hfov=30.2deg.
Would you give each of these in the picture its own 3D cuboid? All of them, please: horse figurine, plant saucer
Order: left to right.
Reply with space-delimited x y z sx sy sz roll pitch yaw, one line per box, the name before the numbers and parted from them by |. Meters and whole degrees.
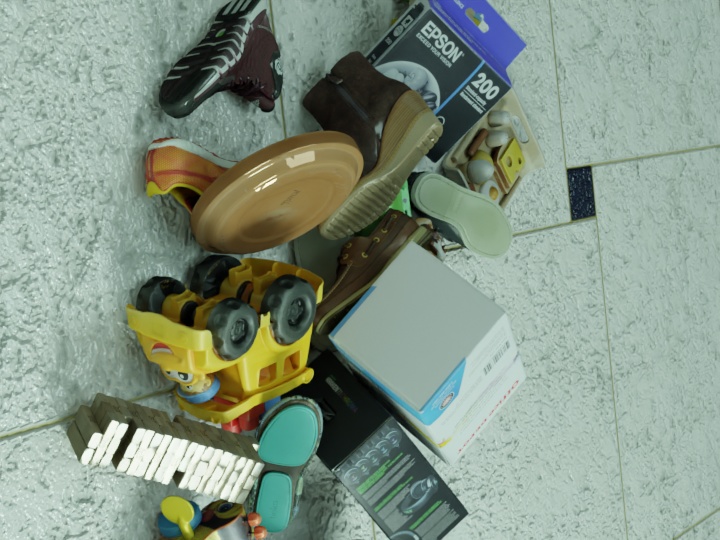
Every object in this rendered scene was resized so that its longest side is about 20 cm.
plant saucer | -0.085 -0.075 1.418 0.199 0.200 0.033 -3 57 -51
horse figurine | 0.087 -0.018 1.710 0.200 0.049 0.134 -98 167 -70

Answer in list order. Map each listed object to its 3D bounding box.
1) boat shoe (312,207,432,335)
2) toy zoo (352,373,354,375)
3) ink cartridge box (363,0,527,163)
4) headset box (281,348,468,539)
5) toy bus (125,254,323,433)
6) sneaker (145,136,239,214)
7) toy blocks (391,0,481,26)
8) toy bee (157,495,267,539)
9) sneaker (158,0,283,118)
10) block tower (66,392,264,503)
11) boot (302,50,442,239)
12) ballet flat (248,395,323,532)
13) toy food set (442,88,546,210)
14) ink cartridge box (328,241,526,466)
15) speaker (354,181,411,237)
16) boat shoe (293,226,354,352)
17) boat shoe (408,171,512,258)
boat shoe | 0.000 0.000 1.545 0.067 0.072 0.200 41 56 9
toy zoo | 0.040 0.089 1.633 0.131 0.020 0.201 -45 153 -21
ink cartridge box | 0.105 -0.259 1.704 0.200 0.044 0.198 -46 136 10
headset box | 0.007 0.207 1.528 0.093 0.174 0.201 -40 126 -6
toy bus | -0.142 0.095 1.415 0.199 0.135 0.195 -21 120 -48
sneaker | -0.153 -0.085 1.448 0.198 0.073 0.078 13 78 -39
toy blocks | 0.117 -0.347 1.793 0.136 0.099 0.203 14 78 -62
toy bee | -0.158 0.270 1.383 0.131 0.108 0.202 49 53 -38
sneaker | -0.136 -0.205 1.469 0.201 0.075 0.116 -58 133 -36
block tower | -0.189 0.180 1.338 0.198 0.058 0.054 20 106 -34
boot | -0.016 -0.147 1.570 0.200 0.166 0.072 -46 148 -5
ballet flat | -0.085 0.194 1.448 0.074 0.074 0.202 -32 149 -47
toy food set | 0.198 -0.146 1.893 0.201 0.060 0.144 -55 128 -37
ink cartridge box | 0.082 0.099 1.521 0.147 0.146 0.200 -48 154 -10
speaker | 0.016 -0.074 1.642 0.088 0.088 0.203 -13 98 -51
boat shoe | -0.044 -0.001 1.600 0.063 0.072 0.203 114 -25 -80
boat shoe | 0.124 -0.078 1.789 0.198 0.066 0.075 24 90 -39
